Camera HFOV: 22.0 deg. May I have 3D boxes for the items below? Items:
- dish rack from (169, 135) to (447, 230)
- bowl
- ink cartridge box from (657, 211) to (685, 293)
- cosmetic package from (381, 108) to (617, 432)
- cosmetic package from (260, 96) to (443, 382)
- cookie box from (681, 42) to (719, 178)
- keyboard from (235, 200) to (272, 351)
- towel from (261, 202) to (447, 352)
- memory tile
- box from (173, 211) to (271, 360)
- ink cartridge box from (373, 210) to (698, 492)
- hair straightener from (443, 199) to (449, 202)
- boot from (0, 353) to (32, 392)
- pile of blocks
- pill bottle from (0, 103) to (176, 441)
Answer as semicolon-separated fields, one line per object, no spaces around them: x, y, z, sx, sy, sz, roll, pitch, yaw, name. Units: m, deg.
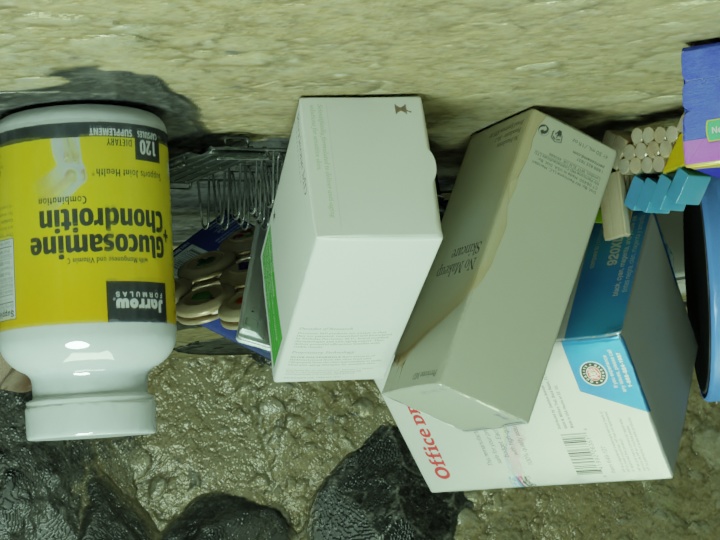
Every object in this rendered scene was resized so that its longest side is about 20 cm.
-0.055;-0.058;1.332;0.199;0.055;0.153;0;172;-29;dish rack
0.279;0.007;1.435;0.039;0.202;0.201;-3;174;5;bowl
0.305;-0.030;1.644;0.144;0.084;0.200;1;172;-39;ink cartridge box
0.094;0.002;1.250;0.073;0.201;0.103;25;163;-17;cosmetic package
-0.010;-0.016;1.213;0.084;0.108;0.200;-1;150;-11;cosmetic package
0.302;-0.094;1.107;0.170;0.076;0.200;-6;172;28;cookie box
-0.056;0.005;1.369;0.056;0.011;0.200;22;-151;-11;keyboard
0.000;0.000;1.480;0.111;0.049;0.200;-2;-154;33;towel
-0.072;-0.010;1.468;0.153;0.017;0.200;6;-149;43;memory tile
-0.065;0.024;1.531;0.199;0.033;0.121;24;-142;22;box
0.132;0.062;1.387;0.199;0.145;0.148;-6;129;25;ink cartridge box
0.148;-0.036;1.567;0.199;0.077;0.041;2;149;-11;hair straightener
-0.261;0.013;1.334;0.186;0.064;0.200;14;130;-43;boot
0.208;-0.065;1.292;0.062;0.083;0.200;1;171;-36;pile of blocks
-0.172;0.003;1.155;0.111;0.201;0.112;-4;174;0;pill bottle
